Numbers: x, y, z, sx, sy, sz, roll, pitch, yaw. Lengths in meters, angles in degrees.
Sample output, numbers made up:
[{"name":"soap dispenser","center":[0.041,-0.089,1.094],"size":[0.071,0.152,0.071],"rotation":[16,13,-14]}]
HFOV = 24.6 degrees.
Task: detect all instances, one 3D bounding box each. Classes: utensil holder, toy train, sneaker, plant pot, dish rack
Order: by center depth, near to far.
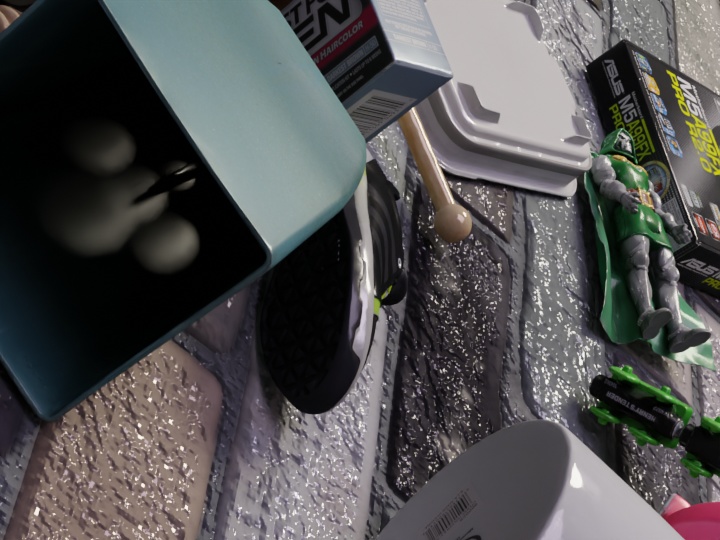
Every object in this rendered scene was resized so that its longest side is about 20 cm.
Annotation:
[{"name":"plant pot","center":[-0.088,-0.051,0.769],"size":[0.142,0.141,0.200],"rotation":[56,26,0]},{"name":"utensil holder","center":[0.106,0.194,0.775],"size":[0.200,0.170,0.170],"rotation":[45,34,-14]},{"name":"sneaker","center":[0.000,0.000,0.894],"size":[0.083,0.072,0.201],"rotation":[36,37,-31]},{"name":"toy train","center":[0.230,0.116,1.035],"size":[0.199,0.042,0.056],"rotation":[29,5,32]},{"name":"dish rack","center":[0.090,-0.142,1.171],"size":[0.199,0.043,0.172],"rotation":[8,55,-52]}]

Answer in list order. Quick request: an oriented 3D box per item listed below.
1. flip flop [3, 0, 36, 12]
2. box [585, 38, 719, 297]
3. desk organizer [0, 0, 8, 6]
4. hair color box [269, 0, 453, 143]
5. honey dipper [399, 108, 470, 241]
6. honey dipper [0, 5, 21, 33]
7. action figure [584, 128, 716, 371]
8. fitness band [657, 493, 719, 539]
[{"name":"flip flop","center":[-0.178,-0.178,0.740],"size":[0.200,0.081,0.058],"rotation":[43,2,41]},{"name":"box","center":[0.271,-0.076,1.352],"size":[0.160,0.044,0.201],"rotation":[19,48,-44]},{"name":"desk organizer","center":[-0.123,-0.165,0.878],"size":[0.199,0.072,0.077],"rotation":[6,59,-51]},{"name":"hair color box","center":[-0.029,-0.177,0.987],"size":[0.060,0.099,0.201],"rotation":[6,57,-50]},{"name":"honey dipper","center":[0.025,-0.110,1.050],"size":[0.038,0.038,0.201],"rotation":[-7,71,-55]},{"name":"honey dipper","center":[-0.210,-0.099,0.737],"size":[0.200,0.038,0.038],"rotation":[-13,73,-54]},{"name":"action figure","center":[0.205,-0.028,1.217],"size":[0.118,0.055,0.201],"rotation":[26,39,-35]},{"name":"fitness band","center":[0.199,0.199,0.877],"size":[0.143,0.201,0.037],"rotation":[35,48,20]}]
